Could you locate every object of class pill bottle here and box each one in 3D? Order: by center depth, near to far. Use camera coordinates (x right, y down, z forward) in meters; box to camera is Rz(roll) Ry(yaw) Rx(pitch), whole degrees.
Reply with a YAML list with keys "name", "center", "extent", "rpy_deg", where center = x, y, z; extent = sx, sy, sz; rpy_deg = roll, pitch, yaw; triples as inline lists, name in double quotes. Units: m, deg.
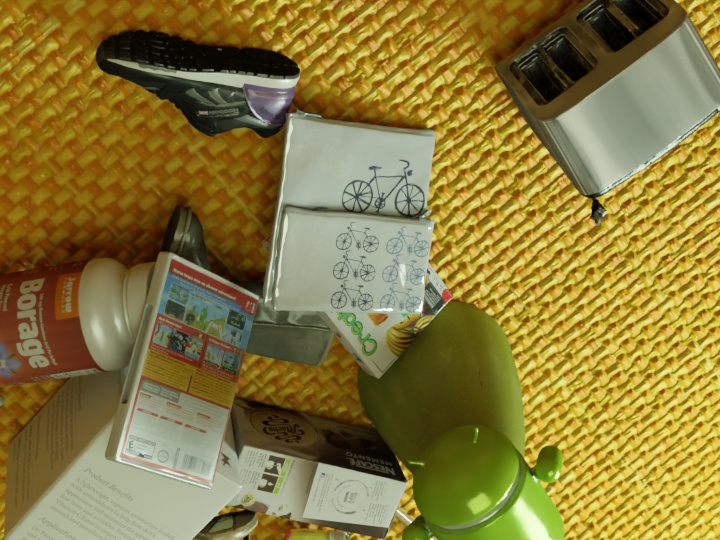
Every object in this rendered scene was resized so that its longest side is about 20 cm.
- name: "pill bottle"
  center: [-0.287, 0.049, 1.364]
  extent: [0.197, 0.113, 0.113]
  rpy_deg: [-9, 121, 14]

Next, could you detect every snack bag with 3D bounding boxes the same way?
- name: "snack bag"
  center: [-0.003, -0.056, 1.402]
  extent: [0.186, 0.021, 0.203]
  rpy_deg: [4, 98, -30]

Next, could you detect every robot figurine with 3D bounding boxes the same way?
- name: "robot figurine"
  center: [0.127, 0.237, 1.354]
  extent: [0.174, 0.116, 0.201]
  rpy_deg: [-28, 120, 13]

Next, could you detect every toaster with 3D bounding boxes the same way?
- name: "toaster"
  center: [0.246, -0.181, 1.345]
  extent: [0.180, 0.201, 0.119]
  rpy_deg: [-36, 124, 8]

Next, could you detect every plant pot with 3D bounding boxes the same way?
- name: "plant pot"
  center: [0.105, 0.164, 1.493]
  extent: [0.184, 0.201, 0.190]
  rpy_deg: [-5, 119, -10]

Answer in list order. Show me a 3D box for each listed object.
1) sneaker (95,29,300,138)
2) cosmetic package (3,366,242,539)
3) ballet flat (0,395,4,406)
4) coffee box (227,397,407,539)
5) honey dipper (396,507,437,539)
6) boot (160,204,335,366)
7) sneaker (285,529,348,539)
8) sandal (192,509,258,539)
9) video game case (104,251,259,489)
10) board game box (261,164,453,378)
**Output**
- name: "sneaker"
  center: [-0.161, -0.171, 1.331]
  extent: [0.197, 0.076, 0.088]
  rpy_deg: [8, 122, -16]
- name: "cosmetic package"
  center: [-0.254, 0.207, 1.455]
  extent: [0.164, 0.166, 0.200]
  rpy_deg: [38, 105, -28]
- name: "ballet flat"
  center: [-0.473, 0.124, 1.425]
  extent: [0.197, 0.070, 0.070]
  rpy_deg: [-4, 119, -10]
- name: "coffee box"
  center: [-0.059, 0.221, 1.534]
  extent: [0.197, 0.113, 0.081]
  rpy_deg: [16, 109, -19]
- name: "honey dipper"
  center: [0.079, 0.321, 1.667]
  extent: [0.038, 0.038, 0.200]
  rpy_deg: [-40, 116, 10]
- name: "boot"
  center: [-0.116, 0.021, 1.443]
  extent: [0.197, 0.073, 0.183]
  rpy_deg: [9, 128, -10]
- name: "sneaker"
  center: [-0.079, 0.389, 1.643]
  extent: [0.089, 0.078, 0.202]
  rpy_deg: [14, 109, -9]
- name: "sandal"
  center: [-0.156, 0.299, 1.517]
  extent: [0.079, 0.200, 0.055]
  rpy_deg: [-11, 81, -17]
- name: "video game case"
  center: [-0.170, 0.100, 1.333]
  extent: [0.142, 0.017, 0.203]
  rpy_deg: [29, 70, -50]
- name: "board game box"
  center: [0.000, 0.000, 1.448]
  extent: [0.126, 0.034, 0.201]
  rpy_deg: [-46, 119, -15]
